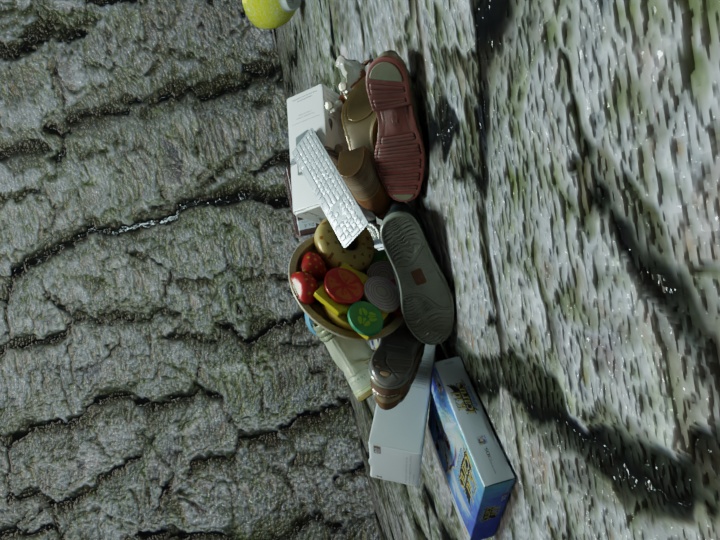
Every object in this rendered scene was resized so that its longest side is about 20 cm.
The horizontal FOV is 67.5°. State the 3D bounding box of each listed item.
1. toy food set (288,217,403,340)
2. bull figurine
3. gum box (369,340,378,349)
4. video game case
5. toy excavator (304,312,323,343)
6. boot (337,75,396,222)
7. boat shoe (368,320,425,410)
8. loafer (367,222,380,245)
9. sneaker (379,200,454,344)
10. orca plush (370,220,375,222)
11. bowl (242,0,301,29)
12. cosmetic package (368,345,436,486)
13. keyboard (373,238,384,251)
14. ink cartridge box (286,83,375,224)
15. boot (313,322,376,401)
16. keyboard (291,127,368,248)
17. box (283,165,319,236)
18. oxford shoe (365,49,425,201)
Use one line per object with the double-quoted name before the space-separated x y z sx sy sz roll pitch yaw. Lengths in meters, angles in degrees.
"toy food set" -0.010 0.015 0.797 0.197 0.200 0.049 38 134 6
"bull figurine" -0.003 -0.255 0.882 0.121 0.064 0.204 -33 -72 -54
"gum box" 0.049 0.117 1.144 0.114 0.065 0.203 94 162 -65
"video game case" 0.147 0.258 0.768 0.202 0.045 0.183 86 168 -46
"toy excavator" -0.056 0.081 1.191 0.199 0.192 0.102 -5 100 56
"boot" 0.036 -0.181 0.816 0.155 0.075 0.204 41 -130 -54
"boat shoe" 0.057 0.127 0.797 0.200 0.074 0.073 -47 -36 -57
"loafer" 0.000 0.000 0.978 0.072 0.062 0.203 37 119 27
"sneaker" 0.087 -0.002 0.772 0.107 0.073 0.203 -69 -37 -67
"orca plush" -0.020 -0.169 1.177 0.105 0.070 0.204 -148 46 -78
"bowl" -0.223 -0.766 1.480 0.106 0.201 0.203 20 138 25
"cosmetic package" 0.068 0.212 0.842 0.114 0.079 0.202 85 -166 -48
"keyboard" 0.022 0.015 0.909 0.197 0.020 0.130 -11 91 41
"ink cartridge box" -0.049 -0.188 0.927 0.145 0.083 0.205 12 -109 -57
"boot" -0.014 0.132 0.962 0.156 0.072 0.200 55 -171 -1
"keyboard" -0.050 -0.129 0.824 0.011 0.056 0.202 13 -138 -55
"box" -0.096 -0.184 1.350 0.200 0.162 0.168 -155 53 -79
"oxford shoe" 0.055 -0.193 0.727 0.075 0.069 0.203 -70 -23 -51
